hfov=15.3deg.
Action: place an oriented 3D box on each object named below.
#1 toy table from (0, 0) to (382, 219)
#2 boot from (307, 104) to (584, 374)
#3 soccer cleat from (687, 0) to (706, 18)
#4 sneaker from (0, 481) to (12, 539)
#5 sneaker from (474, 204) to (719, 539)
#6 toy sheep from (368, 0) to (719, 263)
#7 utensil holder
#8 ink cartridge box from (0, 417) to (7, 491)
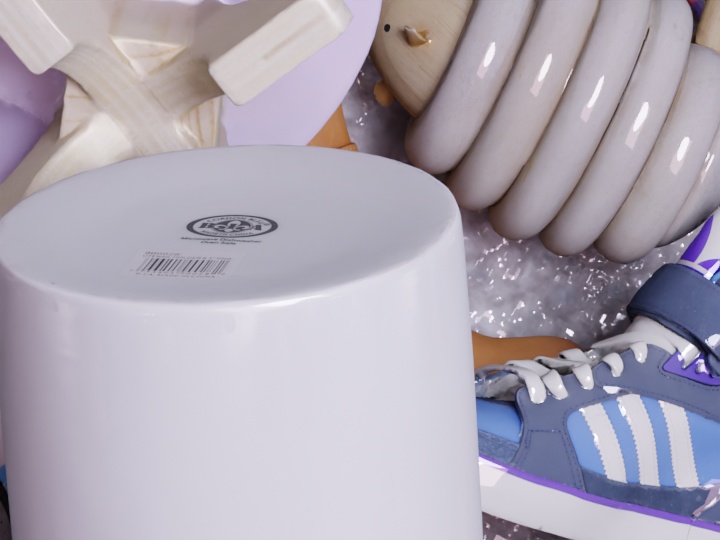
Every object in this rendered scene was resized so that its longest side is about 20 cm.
[{"bbox_3d":[-0.080,-0.065,1.004,0.184,0.117,0.200,39,106,-15],"label":"toy table"},{"bbox_3d":[0.000,0.000,1.116,0.199,0.074,0.156,-8,90,-17],"label":"boot"},{"bbox_3d":[0.154,-0.168,1.161,0.076,0.067,0.201,0,98,15],"label":"soccer cleat"},{"bbox_3d":[-0.183,0.046,0.930,0.071,0.083,0.200,-35,102,-14],"label":"sneaker"},{"bbox_3d":[0.103,0.034,1.066,0.199,0.081,0.147,17,88,-23],"label":"sneaker"},{"bbox_3d":[0.092,-0.070,1.108,0.199,0.138,0.139,23,86,-2],"label":"toy sheep"},{"bbox_3d":[-0.039,0.075,0.912,0.169,0.170,0.201,-8,111,-14],"label":"utensil holder"},{"bbox_3d":[-0.216,0.050,1.030,0.125,0.128,0.200,-39,102,-10],"label":"ink cartridge box"}]
